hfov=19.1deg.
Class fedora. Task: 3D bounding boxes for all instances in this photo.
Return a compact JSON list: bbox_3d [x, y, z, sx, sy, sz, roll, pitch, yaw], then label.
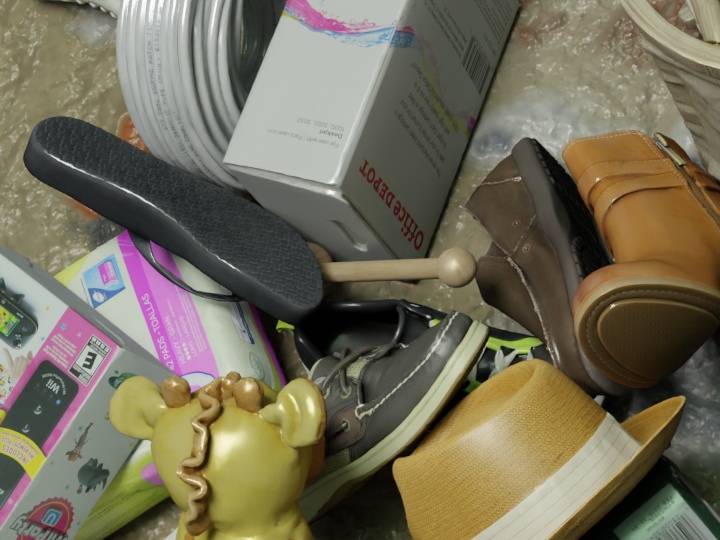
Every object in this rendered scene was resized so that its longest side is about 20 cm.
[{"bbox_3d":[0.074,0.105,1.102,0.200,0.201,0.082,-40,89,1],"label":"fedora"}]

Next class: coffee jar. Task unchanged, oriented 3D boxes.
[{"bbox_3d":[0.107,0.188,1.136,0.200,0.104,0.085,-39,91,2],"label":"coffee jar"}]

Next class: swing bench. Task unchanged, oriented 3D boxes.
[{"bbox_3d":[0.223,-0.146,1.185,0.129,0.199,0.200,-4,65,20],"label":"swing bench"}]

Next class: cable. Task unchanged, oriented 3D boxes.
[{"bbox_3d":[-0.072,-0.149,1.303,0.069,0.200,0.200,8,76,29],"label":"cable"}]

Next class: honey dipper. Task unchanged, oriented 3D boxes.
[{"bbox_3d":[0.000,0.000,1.245,0.200,0.038,0.038,-3,62,56],"label":"honey dipper"}]

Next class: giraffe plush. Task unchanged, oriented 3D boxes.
[{"bbox_3d":[-0.065,0.130,1.132,0.172,0.200,0.163,-6,95,0],"label":"giraffe plush"}]

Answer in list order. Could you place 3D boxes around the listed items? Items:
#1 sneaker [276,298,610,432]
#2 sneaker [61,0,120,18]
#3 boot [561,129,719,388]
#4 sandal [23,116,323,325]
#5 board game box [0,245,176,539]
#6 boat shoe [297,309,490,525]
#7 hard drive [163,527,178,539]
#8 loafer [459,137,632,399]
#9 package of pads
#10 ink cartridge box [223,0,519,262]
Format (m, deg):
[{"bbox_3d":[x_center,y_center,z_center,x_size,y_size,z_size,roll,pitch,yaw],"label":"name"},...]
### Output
[{"bbox_3d":[0.043,0.059,1.232,0.200,0.083,0.072,8,71,24],"label":"sneaker"},{"bbox_3d":[-0.182,-0.203,1.460,0.200,0.073,0.085,45,122,23],"label":"sneaker"},{"bbox_3d":[0.151,-0.016,1.168,0.074,0.200,0.155,-45,58,26],"label":"boot"},{"bbox_3d":[-0.108,-0.025,1.253,0.200,0.076,0.043,31,120,12],"label":"sandal"},{"bbox_3d":[-0.222,0.101,1.253,0.147,0.064,0.200,34,92,34],"label":"board game box"},{"bbox_3d":[-0.004,0.077,1.192,0.066,0.201,0.072,41,45,-2],"label":"boat shoe"},{"bbox_3d":[-0.139,0.262,1.248,0.200,0.027,0.132,-41,60,-1],"label":"hard drive"},{"bbox_3d":[0.108,0.009,1.227,0.071,0.073,0.200,-36,35,17],"label":"loafer"},{"bbox_3d":[-0.150,0.071,1.303,0.200,0.068,0.155,-32,59,15],"label":"package of pads"},{"bbox_3d":[0.010,-0.114,1.286,0.084,0.145,0.200,12,72,26],"label":"ink cartridge box"}]
